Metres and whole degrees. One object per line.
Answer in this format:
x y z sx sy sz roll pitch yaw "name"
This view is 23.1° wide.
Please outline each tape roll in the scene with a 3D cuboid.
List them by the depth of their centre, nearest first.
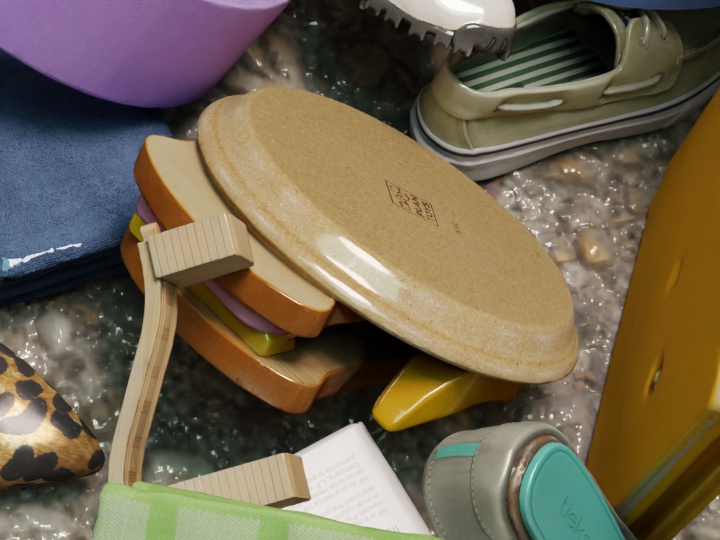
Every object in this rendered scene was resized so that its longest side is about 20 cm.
-0.118 -0.166 0.749 0.199 0.066 0.201 32 33 -24 "tape roll"

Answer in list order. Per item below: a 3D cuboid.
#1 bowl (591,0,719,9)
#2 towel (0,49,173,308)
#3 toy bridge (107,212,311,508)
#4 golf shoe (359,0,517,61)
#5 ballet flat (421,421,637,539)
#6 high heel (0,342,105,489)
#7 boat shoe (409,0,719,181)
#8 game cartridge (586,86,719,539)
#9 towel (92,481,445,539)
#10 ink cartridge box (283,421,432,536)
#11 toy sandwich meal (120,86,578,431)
0.131 -0.202 0.863 0.199 0.040 0.202 4 44 -4 "bowl"
-0.151 -0.082 0.765 0.111 0.049 0.201 -16 68 -25 "towel"
-0.052 0.079 0.610 0.067 0.027 0.202 -17 77 10 "toy bridge"
0.019 -0.182 0.777 0.077 0.095 0.201 -4 53 -45 "golf shoe"
0.090 0.135 0.694 0.201 0.063 0.068 55 52 -25 "ballet flat"
-0.184 0.021 0.651 0.199 0.143 0.072 21 61 -3 "high heel"
0.115 -0.099 0.831 0.199 0.062 0.072 -26 73 -24 "boat shoe"
0.142 0.007 0.719 0.032 0.177 0.201 20 61 -1 "game cartridge"
-0.031 0.177 0.563 0.148 0.031 0.202 7 84 18 "towel"
-0.015 0.181 0.646 0.146 0.086 0.201 -25 73 -23 "ink cartridge box"
0.000 0.000 0.726 0.204 0.070 0.205 30 21 -12 "toy sandwich meal"
